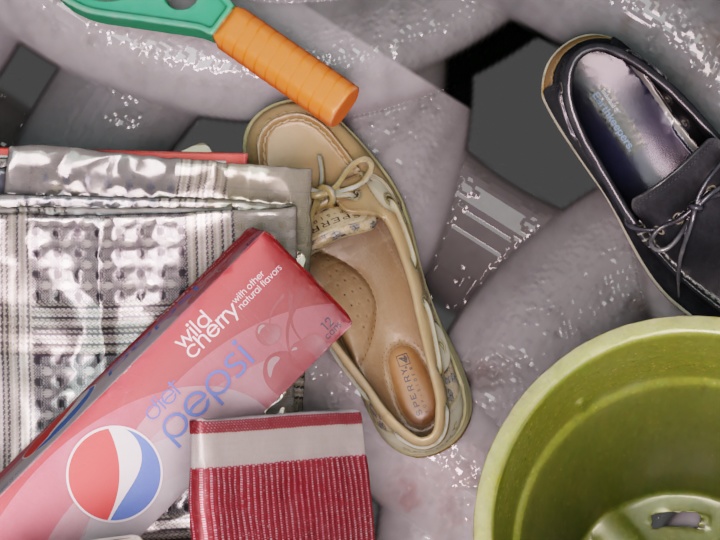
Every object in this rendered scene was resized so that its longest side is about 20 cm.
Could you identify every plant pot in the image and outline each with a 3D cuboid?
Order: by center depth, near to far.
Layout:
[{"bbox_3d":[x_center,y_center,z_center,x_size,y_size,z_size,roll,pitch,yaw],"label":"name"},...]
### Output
[{"bbox_3d":[0.157,0.144,1.369,0.199,0.190,0.201,-1,72,4],"label":"plant pot"}]

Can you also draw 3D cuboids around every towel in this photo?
[{"bbox_3d":[-0.035,0.167,1.332,0.023,0.144,0.201,-6,86,30],"label":"towel"},{"bbox_3d":[-0.120,0.040,1.405,0.191,0.035,0.201,1,90,-5],"label":"towel"}]

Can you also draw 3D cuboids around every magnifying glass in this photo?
[{"bbox_3d":[-0.086,-0.139,1.486,0.200,0.022,0.080,36,84,14],"label":"magnifying glass"}]

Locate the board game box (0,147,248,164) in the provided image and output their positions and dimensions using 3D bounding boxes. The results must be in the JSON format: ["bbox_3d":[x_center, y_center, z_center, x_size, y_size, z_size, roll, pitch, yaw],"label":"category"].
[{"bbox_3d":[-0.157,0.014,1.443,0.199,0.046,0.152,0,90,-5],"label":"board game box"}]

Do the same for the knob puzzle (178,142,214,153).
[{"bbox_3d":[-0.123,0.059,1.486,0.218,0.030,0.221,0,86,4],"label":"knob puzzle"}]

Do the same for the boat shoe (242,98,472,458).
[{"bbox_3d":[0.000,0.000,1.464,0.073,0.063,0.201,-30,84,2],"label":"boat shoe"}]

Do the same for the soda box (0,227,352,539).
[{"bbox_3d":[-0.098,0.070,1.363,0.200,0.070,0.063,-45,98,-4],"label":"soda box"}]

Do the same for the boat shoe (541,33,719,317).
[{"bbox_3d":[0.164,-0.038,1.456,0.074,0.062,0.200,-38,86,-1],"label":"boat shoe"}]

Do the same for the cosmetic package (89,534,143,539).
[{"bbox_3d":[-0.096,0.214,1.319,0.073,0.200,0.104,-8,54,18],"label":"cosmetic package"}]
